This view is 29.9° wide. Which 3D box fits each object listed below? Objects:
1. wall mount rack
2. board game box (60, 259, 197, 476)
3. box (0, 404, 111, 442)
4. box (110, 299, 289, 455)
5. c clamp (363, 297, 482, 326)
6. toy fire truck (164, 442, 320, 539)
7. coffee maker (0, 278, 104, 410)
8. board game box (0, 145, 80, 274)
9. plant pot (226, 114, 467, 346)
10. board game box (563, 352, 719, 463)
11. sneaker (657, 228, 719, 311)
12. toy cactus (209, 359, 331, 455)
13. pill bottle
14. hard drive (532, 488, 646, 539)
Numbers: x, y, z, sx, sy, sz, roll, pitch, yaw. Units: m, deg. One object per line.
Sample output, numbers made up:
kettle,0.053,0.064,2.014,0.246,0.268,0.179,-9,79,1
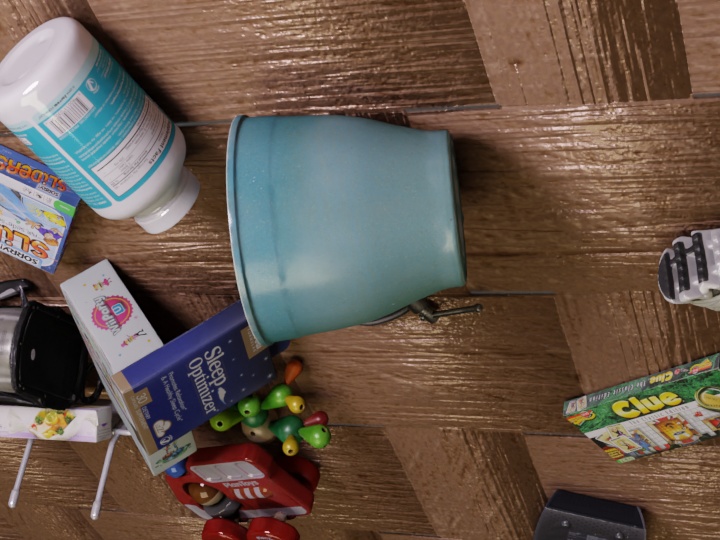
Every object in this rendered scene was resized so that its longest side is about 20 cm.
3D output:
wall mount rack,-0.341,0.218,1.651,0.197,0.174,0.076,3,117,20
board game box,-0.255,0.110,1.499,0.148,0.064,0.201,51,162,35
box,-0.395,0.180,1.621,0.197,0.039,0.041,1,180,19
box,-0.159,0.104,1.433,0.032,0.199,0.122,46,159,35
c clamp,0.000,0.000,1.356,0.199,0.027,0.170,37,145,-25
toy fire truck,-0.157,0.267,1.676,0.198,0.113,0.168,-9,138,38
coffee maker,-0.434,0.109,1.584,0.197,0.136,0.193,2,141,22
board game box,-0.393,-0.083,1.403,0.198,0.035,0.136,24,143,-8
plant pot,-0.004,-0.046,1.170,0.185,0.202,0.201,-7,140,7
board game box,0.320,0.147,1.408,0.105,0.024,0.199,41,138,-24
sneaker,0.355,-0.014,1.155,0.081,0.076,0.199,26,148,-34
toy cactus,-0.123,0.161,1.575,0.197,0.104,0.165,10,162,7
pill bottle,-0.234,-0.123,1.220,0.110,0.112,0.200,-14,133,35
hard drive,0.278,0.337,1.650,0.133,0.043,0.201,11,143,10
